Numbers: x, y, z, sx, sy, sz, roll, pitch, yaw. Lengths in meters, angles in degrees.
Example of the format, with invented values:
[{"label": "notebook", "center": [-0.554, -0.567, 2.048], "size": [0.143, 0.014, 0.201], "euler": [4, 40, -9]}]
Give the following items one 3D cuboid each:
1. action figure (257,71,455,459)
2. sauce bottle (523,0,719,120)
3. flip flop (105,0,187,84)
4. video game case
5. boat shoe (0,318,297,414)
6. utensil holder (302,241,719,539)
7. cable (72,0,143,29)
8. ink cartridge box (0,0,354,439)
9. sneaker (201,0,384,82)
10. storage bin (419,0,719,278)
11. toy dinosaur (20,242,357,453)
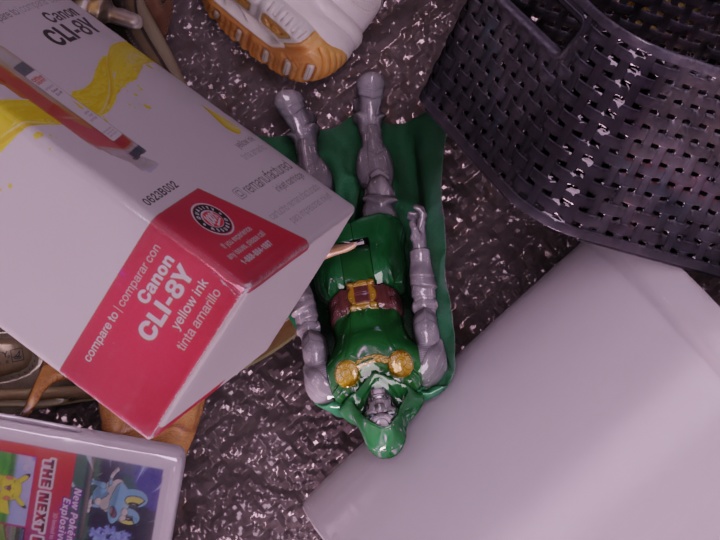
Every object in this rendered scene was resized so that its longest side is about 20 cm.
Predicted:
[{"label": "action figure", "center": [0.000, 0.000, 1.226], "size": [0.117, 0.055, 0.201], "euler": [-14, 55, 4]}, {"label": "sauce bottle", "center": [0.136, -0.136, 1.281], "size": [0.200, 0.066, 0.066], "euler": [-45, 93, -3]}, {"label": "flip flop", "center": [-0.117, -0.121, 1.254], "size": [0.081, 0.058, 0.201], "euler": [-11, 117, 28]}, {"label": "video game case", "center": [-0.182, 0.159, 1.186], "size": [0.181, 0.023, 0.201], "euler": [10, 100, 0]}, {"label": "boat shoe", "center": [-0.115, 0.028, 1.263], "size": [0.200, 0.063, 0.074], "euler": [-10, 91, -4]}, {"label": "utensil holder", "center": [0.098, 0.101, 1.230], "size": [0.200, 0.170, 0.170], "euler": [-42, 93, 0]}, {"label": "cable", "center": [-0.195, -0.139, 1.217], "size": [0.199, 0.097, 0.050], "euler": [30, 52, 8]}, {"label": "ink cartridge box", "center": [-0.121, -0.038, 1.107], "size": [0.200, 0.145, 0.084], "euler": [36, 112, 6]}, {"label": "sneaker", "center": [-0.070, -0.181, 1.271], "size": [0.200, 0.076, 0.088], "euler": [41, 70, -5]}, {"label": "storage bin", "center": [0.144, -0.069, 1.198], "size": [0.199, 0.135, 0.094], "euler": [15, 112, -33]}, {"label": "toy dinosaur", "center": [-0.092, 0.053, 1.211], "size": [0.106, 0.060, 0.201], "euler": [24, 96, -7]}]
